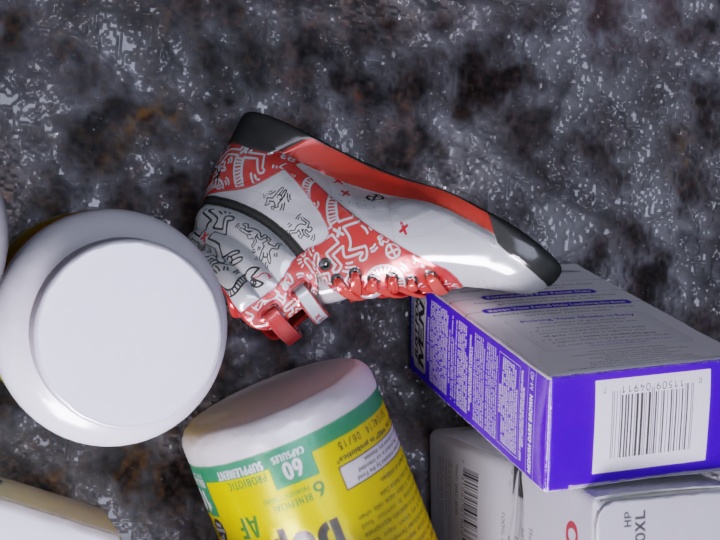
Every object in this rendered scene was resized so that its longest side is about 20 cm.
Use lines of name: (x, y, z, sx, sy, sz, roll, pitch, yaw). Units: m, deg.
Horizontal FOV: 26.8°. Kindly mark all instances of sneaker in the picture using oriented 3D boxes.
sneaker: (0.000, 0.000, 0.817, 0.201, 0.067, 0.108, 24, 83, 16)

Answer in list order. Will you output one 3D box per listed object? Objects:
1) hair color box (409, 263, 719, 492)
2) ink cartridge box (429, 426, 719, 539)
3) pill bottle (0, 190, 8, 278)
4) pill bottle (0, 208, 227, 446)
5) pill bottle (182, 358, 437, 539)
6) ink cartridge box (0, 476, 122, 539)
hair color box: (0.108, 0.051, 0.811, 0.109, 0.200, 0.065, -4, 106, -16)
ink cartridge box: (0.113, 0.169, 0.814, 0.084, 0.200, 0.146, -3, 95, -20)
pill bottle: (-0.228, -0.016, 0.710, 0.113, 0.200, 0.115, 0, 91, -17)
pill bottle: (-0.127, 0.026, 0.741, 0.110, 0.200, 0.112, 0, 91, -17)
pill bottle: (-0.012, 0.159, 0.825, 0.112, 0.113, 0.201, -23, 98, -15)
ink cartridge box: (-0.241, 0.168, 0.770, 0.199, 0.086, 0.147, 21, 86, -18)
